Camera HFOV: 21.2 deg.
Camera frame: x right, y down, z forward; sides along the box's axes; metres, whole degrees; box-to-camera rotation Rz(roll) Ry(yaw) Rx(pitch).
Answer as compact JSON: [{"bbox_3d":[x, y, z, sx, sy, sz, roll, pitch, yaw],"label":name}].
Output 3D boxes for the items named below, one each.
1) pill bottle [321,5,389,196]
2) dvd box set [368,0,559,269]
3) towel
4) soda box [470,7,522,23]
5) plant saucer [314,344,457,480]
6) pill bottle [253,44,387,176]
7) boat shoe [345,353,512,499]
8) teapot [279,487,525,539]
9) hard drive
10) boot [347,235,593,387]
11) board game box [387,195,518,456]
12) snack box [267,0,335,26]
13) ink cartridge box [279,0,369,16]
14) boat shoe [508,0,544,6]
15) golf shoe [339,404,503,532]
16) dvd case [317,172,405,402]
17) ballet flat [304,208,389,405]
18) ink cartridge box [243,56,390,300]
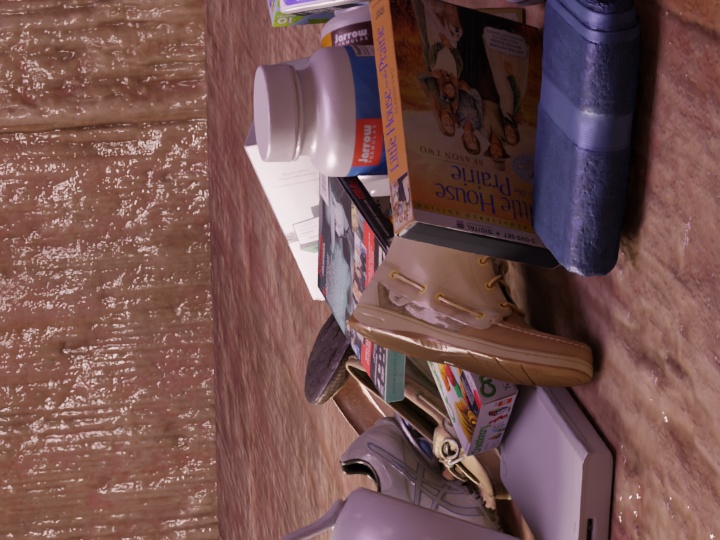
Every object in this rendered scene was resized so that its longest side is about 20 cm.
[{"bbox_3d":[0.021,-0.177,1.814,0.109,0.109,0.201,135,129,-75],"label":"pill bottle"},{"bbox_3d":[0.081,-0.106,1.427,0.029,0.146,0.201,-39,48,48],"label":"dvd box set"},{"bbox_3d":[0.157,-0.104,1.316,0.112,0.048,0.201,-115,24,-61],"label":"towel"},{"bbox_3d":[0.098,-0.112,1.566,0.068,0.064,0.201,-163,70,-77],"label":"soda box"},{"bbox_3d":[0.034,0.136,1.853,0.200,0.037,0.201,44,160,20],"label":"plant saucer"},{"bbox_3d":[0.013,-0.136,1.638,0.112,0.199,0.113,176,90,-78],"label":"pill bottle"},{"bbox_3d":[0.065,0.132,1.678,0.201,0.063,0.073,51,162,29],"label":"boat shoe"},{"bbox_3d":[0.050,0.267,1.551,0.199,0.197,0.147,14,83,39],"label":"teapot"},{"bbox_3d":[0.150,0.154,1.498,0.200,0.026,0.133,-120,29,-65],"label":"hard drive"},{"bbox_3d":[0.103,0.000,1.463,0.073,0.199,0.156,42,-115,-56],"label":"boot"},{"bbox_3d":[0.071,0.039,1.571,0.126,0.034,0.201,96,154,-65],"label":"board game box"},{"bbox_3d":[-0.009,-0.313,1.836,0.200,0.141,0.053,109,154,-62],"label":"snack box"},{"bbox_3d":[0.014,-0.332,1.658,0.043,0.197,0.201,-4,-90,-57],"label":"ink cartridge box"},{"bbox_3d":[0.118,-0.247,1.414,0.200,0.066,0.074,131,134,-74],"label":"boat shoe"},{"bbox_3d":[0.059,0.218,1.707,0.200,0.097,0.078,51,160,31],"label":"golf shoe"},{"bbox_3d":[0.000,0.000,1.657,0.200,0.022,0.147,-124,31,-55],"label":"dvd case"},{"bbox_3d":[0.007,0.037,1.759,0.201,0.046,0.067,-64,30,6],"label":"ballet flat"},{"bbox_3d":[-0.032,-0.093,1.914,0.146,0.084,0.201,-75,-31,-49],"label":"ink cartridge box"}]
